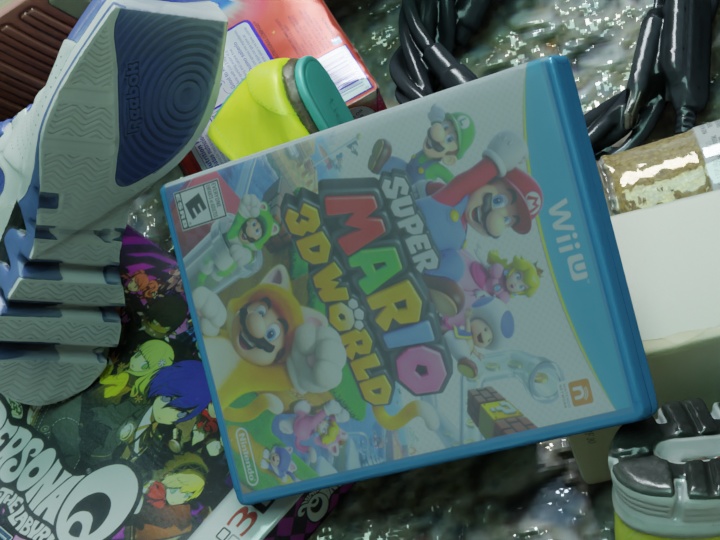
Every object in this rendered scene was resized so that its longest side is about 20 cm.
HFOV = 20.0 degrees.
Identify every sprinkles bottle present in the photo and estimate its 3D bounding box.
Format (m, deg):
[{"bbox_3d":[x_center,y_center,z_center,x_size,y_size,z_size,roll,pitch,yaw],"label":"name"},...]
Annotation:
[{"bbox_3d":[0.181,-0.040,0.907,0.198,0.068,0.069,-17,55,7],"label":"sprinkles bottle"}]

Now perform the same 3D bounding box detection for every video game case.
[{"bbox_3d":[0.014,0.009,0.832,0.199,0.018,0.144,-16,87,32],"label":"video game case"},{"bbox_3d":[-0.112,0.085,0.941,0.199,0.036,0.181,33,72,32],"label":"video game case"}]

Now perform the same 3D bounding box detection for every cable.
[{"bbox_3d":[0.094,-0.123,1.008,0.162,0.051,0.201,-6,59,20],"label":"cable"}]

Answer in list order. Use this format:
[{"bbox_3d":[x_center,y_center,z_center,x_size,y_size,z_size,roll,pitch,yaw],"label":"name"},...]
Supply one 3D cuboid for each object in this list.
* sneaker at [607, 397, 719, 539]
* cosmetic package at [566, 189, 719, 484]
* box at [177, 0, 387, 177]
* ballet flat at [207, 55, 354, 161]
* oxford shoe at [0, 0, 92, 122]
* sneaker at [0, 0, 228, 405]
[{"bbox_3d":[0.191,0.099,0.817,0.198,0.091,0.078,0,32,-7],"label":"sneaker"},{"bbox_3d":[0.176,0.017,0.852,0.198,0.104,0.074,-14,56,11],"label":"cosmetic package"},{"bbox_3d":[-0.062,-0.103,1.009,0.099,0.096,0.201,-30,55,-3],"label":"box"},{"bbox_3d":[0.000,0.000,0.902,0.067,0.201,0.067,-30,8,19],"label":"ballet flat"},{"bbox_3d":[-0.187,-0.100,1.016,0.200,0.071,0.074,-34,39,38],"label":"oxford shoe"},{"bbox_3d":[-0.143,-0.052,0.934,0.115,0.080,0.201,45,118,45],"label":"sneaker"}]
